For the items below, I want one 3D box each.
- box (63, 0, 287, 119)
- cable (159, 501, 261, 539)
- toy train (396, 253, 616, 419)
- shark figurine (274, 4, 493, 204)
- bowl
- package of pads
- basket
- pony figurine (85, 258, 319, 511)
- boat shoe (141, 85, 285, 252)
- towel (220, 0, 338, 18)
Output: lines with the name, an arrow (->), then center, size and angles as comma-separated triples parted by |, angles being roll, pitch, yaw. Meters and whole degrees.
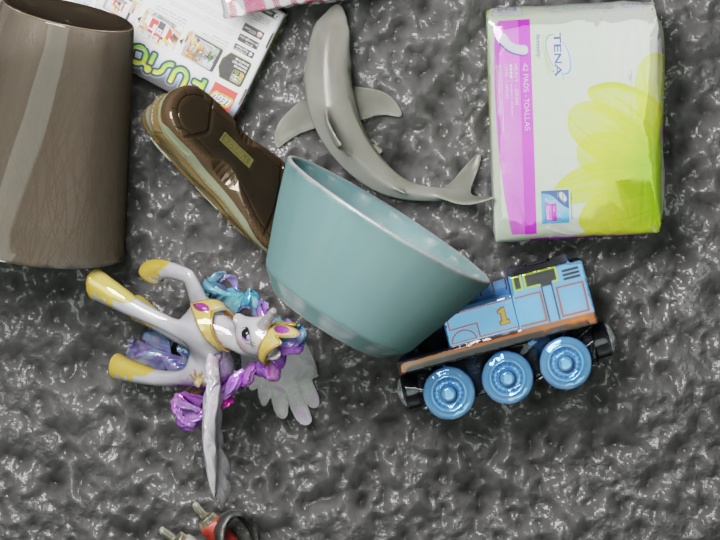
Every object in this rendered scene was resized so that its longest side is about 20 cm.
box -> -0.175, -0.222, 1.538 | 0.198, 0.035, 0.111 | 28, 99, -3
cable -> -0.102, 0.295, 1.627 | 0.097, 0.050, 0.200 | -46, 108, -9
toy train -> 0.122, 0.059, 1.552 | 0.198, 0.087, 0.116 | -15, 89, 6
shark figurine -> 0.006, -0.108, 1.526 | 0.128, 0.090, 0.215 | -43, 93, 9
bowl -> 0.000, 0.000, 1.483 | 0.199, 0.201, 0.106 | 30, 97, -3
package of pads -> 0.187, -0.129, 1.525 | 0.152, 0.068, 0.203 | -3, 99, 3
basket -> -0.265, -0.120, 1.487 | 0.178, 0.136, 0.202 | 3, 109, -31
pony figurine -> -0.128, 0.081, 1.524 | 0.198, 0.167, 0.195 | 17, 137, 25
boat shoe -> -0.113, -0.079, 1.548 | 0.200, 0.076, 0.072 | 51, 55, -20
towel -> -0.033, -0.300, 1.490 | 0.198, 0.030, 0.148 | -12, 100, -19
